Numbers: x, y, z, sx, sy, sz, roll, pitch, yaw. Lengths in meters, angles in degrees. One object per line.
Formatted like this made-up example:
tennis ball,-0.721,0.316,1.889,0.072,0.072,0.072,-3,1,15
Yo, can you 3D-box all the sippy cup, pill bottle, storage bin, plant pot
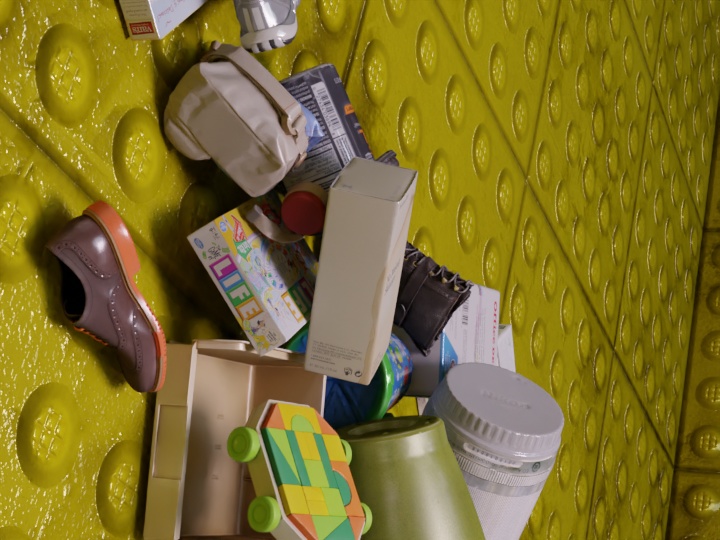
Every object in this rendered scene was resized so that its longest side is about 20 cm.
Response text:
sippy cup,-0.006,0.118,1.610,0.130,0.139,0.179,-8,99,-66
pill bottle,-0.038,-0.109,1.502,0.106,0.106,0.201,-31,99,-61
storage bin,-0.123,0.176,1.410,0.198,0.093,0.201,21,72,-64
plant pot,0.036,0.256,1.472,0.200,0.199,0.194,-14,95,-64

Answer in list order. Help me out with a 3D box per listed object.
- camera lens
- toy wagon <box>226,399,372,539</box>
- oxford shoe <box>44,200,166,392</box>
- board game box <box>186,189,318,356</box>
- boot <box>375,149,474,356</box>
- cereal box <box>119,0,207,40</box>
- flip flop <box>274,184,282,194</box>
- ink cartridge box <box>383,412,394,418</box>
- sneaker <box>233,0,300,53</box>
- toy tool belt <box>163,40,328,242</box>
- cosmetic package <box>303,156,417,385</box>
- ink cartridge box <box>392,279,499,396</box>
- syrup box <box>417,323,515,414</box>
camera lens,0.130,0.228,1.621,0.160,0.159,0.201,-33,148,-61
toy wagon,-0.046,0.219,1.328,0.155,0.039,0.201,16,48,-52
oxford shoe,-0.226,0.036,1.242,0.072,0.071,0.201,-34,129,-27
board game box,-0.095,-0.004,1.425,0.135,0.034,0.200,59,17,-5
boot,0.056,-0.020,1.629,0.069,0.174,0.201,-32,150,-55
cereal box,-0.192,-0.332,1.309,0.144,0.039,0.201,-54,139,-52
flip flop,-0.040,-0.107,1.620,0.200,0.057,0.082,29,61,-59
ink cartridge box,-0.026,0.268,1.633,0.200,0.084,0.147,-37,124,-60
sneaker,-0.102,-0.308,1.402,0.200,0.075,0.116,-102,175,-56
toy tool belt,-0.093,-0.137,1.401,0.200,0.125,0.123,45,32,-11
cosmetic package,0.000,0.000,1.417,0.104,0.073,0.201,-59,161,-64
ink cartridge box,0.075,0.086,1.772,0.200,0.145,0.148,17,75,-65
syrup box,0.152,0.147,2.021,0.200,0.078,0.082,-38,125,-59
